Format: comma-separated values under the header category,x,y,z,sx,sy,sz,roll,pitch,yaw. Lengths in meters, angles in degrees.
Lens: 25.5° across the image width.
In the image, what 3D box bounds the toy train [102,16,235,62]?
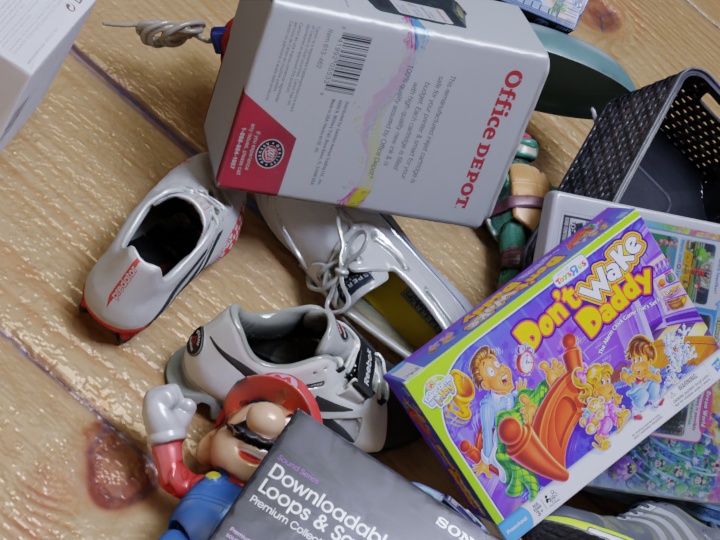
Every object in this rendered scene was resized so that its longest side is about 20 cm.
category,x,y,z,sx,sy,sz,roll,pitch,yaw
toy train,-0.088,-0.130,1.181,0.200,0.116,0.085,-2,12,-4

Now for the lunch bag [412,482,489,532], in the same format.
category,x,y,z,sx,sy,sz,roll,pitch,yaw
lunch bag,0.035,0.236,0.949,0.161,0.082,0.200,45,41,2

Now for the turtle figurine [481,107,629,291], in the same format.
category,x,y,z,sx,sy,sz,roll,pitch,yaw
turtle figurine,0.141,-0.054,1.285,0.150,0.101,0.200,2,67,-19

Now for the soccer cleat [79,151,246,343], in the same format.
category,x,y,z,sx,sy,sz,roll,pitch,yaw
soccer cleat,-0.119,-0.031,1.069,0.069,0.085,0.200,38,40,-2

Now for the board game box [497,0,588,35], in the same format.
category,x,y,z,sx,sy,sz,roll,pitch,yaw
board game box,0.073,-0.251,1.335,0.200,0.200,0.062,26,82,-9

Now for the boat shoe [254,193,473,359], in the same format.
category,x,y,z,sx,sy,sz,roll,pitch,yaw
boat shoe,-0.003,0.004,1.134,0.202,0.075,0.086,45,22,-4

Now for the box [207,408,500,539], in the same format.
category,x,y,z,sx,sy,sz,roll,pitch,yaw
box,-0.028,0.190,0.859,0.143,0.036,0.200,33,57,2

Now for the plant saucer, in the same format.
category,x,y,z,sx,sy,sz,roll,pitch,yaw
plant saucer,0.140,-0.173,1.335,0.200,0.200,0.027,19,83,-24

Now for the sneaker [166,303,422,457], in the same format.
category,x,y,z,sx,sy,sz,roll,pitch,yaw
sneaker,-0.020,0.068,1.056,0.200,0.089,0.074,12,46,-32

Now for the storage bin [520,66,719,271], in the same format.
category,x,y,z,sx,sy,sz,roll,pitch,yaw
storage bin,0.230,-0.040,1.226,0.135,0.094,0.200,42,62,-18

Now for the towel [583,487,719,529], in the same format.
category,x,y,z,sx,sy,sz,roll,pitch,yaw
towel,0.218,0.122,1.181,0.200,0.049,0.112,20,83,-20

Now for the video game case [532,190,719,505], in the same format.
category,x,y,z,sx,sy,sz,roll,pitch,yaw
video game case,0.198,0.058,1.127,0.182,0.024,0.200,10,89,-18

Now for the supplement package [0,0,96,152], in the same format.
category,x,y,z,sx,sy,sz,roll,pitch,yaw
supplement package,-0.297,-0.173,1.040,0.200,0.114,0.110,33,39,-7

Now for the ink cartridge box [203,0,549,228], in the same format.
category,x,y,z,sx,sy,sz,roll,pitch,yaw
ink cartridge box,0.008,-0.121,1.097,0.200,0.146,0.083,9,32,-20

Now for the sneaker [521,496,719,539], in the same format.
category,x,y,z,sx,sy,sz,roll,pitch,yaw
sneaker,0.191,0.198,1.124,0.200,0.074,0.081,22,33,-29

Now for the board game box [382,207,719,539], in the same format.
category,x,y,z,sx,sy,sz,roll,pitch,yaw
board game box,0.134,0.069,1.071,0.200,0.045,0.135,-36,103,-13

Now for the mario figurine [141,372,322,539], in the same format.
category,x,y,z,sx,sy,sz,roll,pitch,yaw
mario figurine,-0.077,0.129,0.933,0.123,0.106,0.200,49,41,-22
